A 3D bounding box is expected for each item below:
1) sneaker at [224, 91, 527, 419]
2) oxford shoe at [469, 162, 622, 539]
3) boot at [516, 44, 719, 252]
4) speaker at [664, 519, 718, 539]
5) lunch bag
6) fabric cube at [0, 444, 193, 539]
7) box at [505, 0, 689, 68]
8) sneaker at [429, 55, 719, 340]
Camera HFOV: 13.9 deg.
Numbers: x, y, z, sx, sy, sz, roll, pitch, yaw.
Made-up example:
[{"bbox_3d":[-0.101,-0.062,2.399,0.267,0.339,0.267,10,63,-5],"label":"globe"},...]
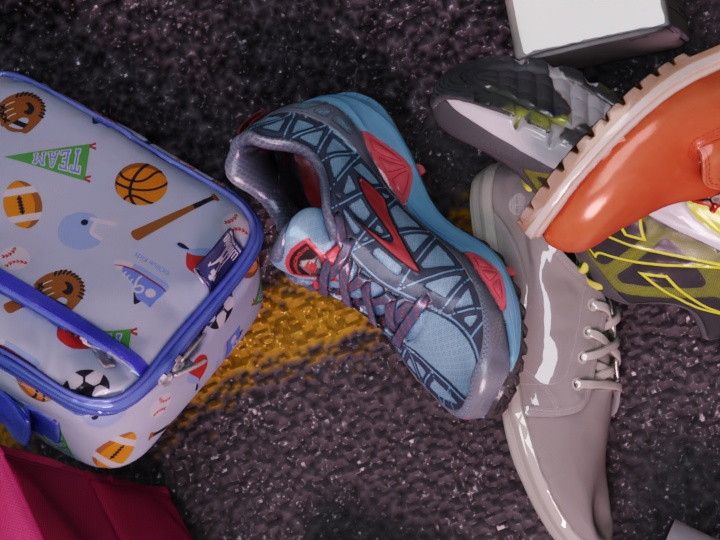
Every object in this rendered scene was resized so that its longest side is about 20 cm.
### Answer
[{"bbox_3d":[0.000,0.000,1.422,0.200,0.095,0.079,53,134,31],"label":"sneaker"},{"bbox_3d":[0.100,0.041,1.439,0.058,0.075,0.201,-13,82,23],"label":"oxford shoe"},{"bbox_3d":[0.168,-0.050,1.298,0.200,0.075,0.107,-33,84,-4],"label":"boot"},{"bbox_3d":[0.219,0.195,1.405,0.200,0.081,0.081,26,94,6],"label":"speaker"},{"bbox_3d":[-0.152,0.001,1.452,0.200,0.076,0.160,30,57,18],"label":"lunch bag"},{"bbox_3d":[-0.161,0.226,1.402,0.196,0.200,0.200,-35,70,12],"label":"fabric cube"},{"bbox_3d":[0.100,-0.203,1.435,0.078,0.095,0.201,-11,86,12],"label":"box"},{"bbox_3d":[0.117,-0.028,1.389,0.200,0.075,0.085,26,121,-4],"label":"sneaker"}]
